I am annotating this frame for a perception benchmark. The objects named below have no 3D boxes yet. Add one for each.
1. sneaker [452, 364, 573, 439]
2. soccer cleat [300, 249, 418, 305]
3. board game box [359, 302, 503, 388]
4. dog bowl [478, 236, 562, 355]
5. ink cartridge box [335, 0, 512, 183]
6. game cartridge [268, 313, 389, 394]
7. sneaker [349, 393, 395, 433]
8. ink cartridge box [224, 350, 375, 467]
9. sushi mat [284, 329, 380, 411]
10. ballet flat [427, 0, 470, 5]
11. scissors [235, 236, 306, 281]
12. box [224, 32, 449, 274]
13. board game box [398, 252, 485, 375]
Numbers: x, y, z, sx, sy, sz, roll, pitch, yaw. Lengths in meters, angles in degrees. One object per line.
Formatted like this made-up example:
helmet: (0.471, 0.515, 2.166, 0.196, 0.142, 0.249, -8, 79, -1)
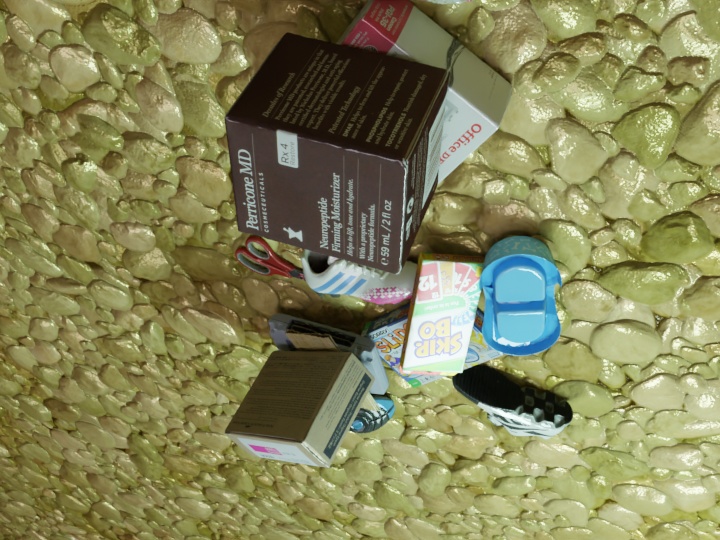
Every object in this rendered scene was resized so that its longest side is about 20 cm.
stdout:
sneaker: (0.229, 0.221, 1.439, 0.198, 0.075, 0.089, 24, 138, 1)
soccer cleat: (0.000, 0.000, 1.317, 0.197, 0.070, 0.087, 0, 135, 26)
board game box: (0.111, 0.105, 1.403, 0.135, 0.035, 0.199, 42, 137, -19)
dog bowl: (0.221, 0.034, 1.249, 0.110, 0.050, 0.202, -3, 135, 9)
ink cartridge box: (0.057, -0.210, 1.056, 0.199, 0.083, 0.146, 35, 138, -13)
game cartridge: (-0.050, 0.141, 1.491, 0.197, 0.041, 0.134, 14, 142, 26)
sneaker: (-0.033, 0.249, 1.606, 0.197, 0.082, 0.074, -16, 113, 14)
ink cartridge box: (-0.096, 0.211, 1.410, 0.198, 0.166, 0.075, -4, 138, 46)
sushi mat: (-0.043, 0.163, 1.471, 0.095, 0.012, 0.201, 6, 142, 38)
ballet flat: (0.046, -0.325, 0.965, 0.197, 0.077, 0.064, 20, 171, 11)
scissors: (-0.104, 0.007, 1.422, 0.198, 0.014, 0.073, 28, 137, -6)
box: (-0.021, -0.129, 0.988, 0.197, 0.165, 0.167, 15, 139, 13)
board game box: (0.115, 0.071, 1.297, 0.094, 0.030, 0.203, 3, 121, -10)
